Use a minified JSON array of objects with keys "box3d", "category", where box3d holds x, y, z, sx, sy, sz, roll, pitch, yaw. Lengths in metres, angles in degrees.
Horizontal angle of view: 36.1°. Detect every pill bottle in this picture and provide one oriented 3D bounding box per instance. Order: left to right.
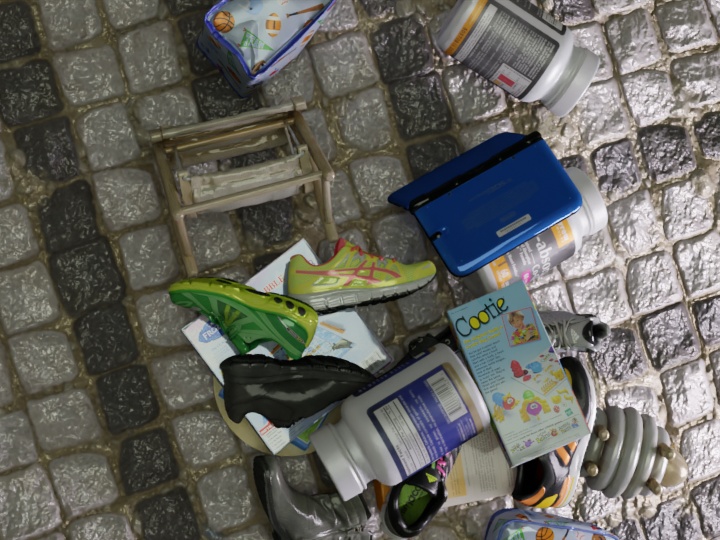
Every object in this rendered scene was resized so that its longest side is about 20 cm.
[{"box3d":[0.044,0.186,1.326,0.199,0.120,0.120,-29,93,-7],"category":"pill bottle"},{"box3d":[0.212,-0.299,1.481,0.199,0.116,0.117,32,84,-7],"category":"pill bottle"},{"box3d":[0.224,-0.051,1.484,0.199,0.116,0.117,-30,93,-9],"category":"pill bottle"}]

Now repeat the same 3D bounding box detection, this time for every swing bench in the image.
[{"box3d":[-0.149,-0.124,1.377,0.197,0.130,0.201,-15,54,-10],"category":"swing bench"}]

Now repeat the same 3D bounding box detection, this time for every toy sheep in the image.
[{"box3d":[0.345,0.244,1.489,0.199,0.138,0.139,21,85,0],"category":"toy sheep"}]

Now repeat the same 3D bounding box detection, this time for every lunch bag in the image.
[{"box3d":[-0.107,-0.335,1.411,0.200,0.170,0.124,-42,100,-7],"category":"lunch bag"},{"box3d":[0.250,0.414,1.497,0.198,0.076,0.162,11,89,-10],"category":"lunch bag"}]

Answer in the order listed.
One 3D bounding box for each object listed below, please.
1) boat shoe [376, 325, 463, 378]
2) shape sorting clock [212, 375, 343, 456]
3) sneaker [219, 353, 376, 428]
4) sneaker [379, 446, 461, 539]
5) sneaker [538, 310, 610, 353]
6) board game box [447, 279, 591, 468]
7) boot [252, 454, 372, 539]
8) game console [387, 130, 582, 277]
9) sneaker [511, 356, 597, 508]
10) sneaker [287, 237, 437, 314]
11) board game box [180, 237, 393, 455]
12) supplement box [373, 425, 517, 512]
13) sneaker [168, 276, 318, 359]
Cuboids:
[{"box3d":[0.096,0.110,1.485,0.199,0.069,0.057,-26,94,-16],"category":"boat shoe"},{"box3d":[-0.096,0.144,1.463,0.198,0.039,0.202,1,84,-10],"category":"shape sorting clock"},{"box3d":[-0.076,0.152,1.374,0.198,0.076,0.092,2,96,-7],"category":"sneaker"},{"box3d":[0.085,0.250,1.391,0.073,0.087,0.201,25,85,-7],"category":"sneaker"},{"box3d":[0.248,0.082,1.456,0.199,0.115,0.076,-7,91,-32],"category":"sneaker"},{"box3d":[0.192,0.130,1.364,0.104,0.103,0.201,-22,77,1],"category":"board game box"},{"box3d":[-0.060,0.301,1.435,0.130,0.068,0.201,-20,119,-12],"category":"boot"},{"box3d":[0.160,-0.092,1.452,0.199,0.118,0.171,-29,76,-8],"category":"game console"},{"box3d":[0.244,0.210,1.424,0.090,0.070,0.202,6,95,-39],"category":"sneaker"},{"box3d":[0.000,0.000,1.396,0.198,0.078,0.091,-9,83,-12],"category":"sneaker"},{"box3d":[-0.094,0.097,1.426,0.200,0.041,0.200,-36,91,-12],"category":"board game box"},{"box3d":[0.114,0.245,1.478,0.198,0.074,0.127,-9,90,-8],"category":"supplement box"},{"box3d":[-0.151,0.058,1.349,0.199,0.074,0.084,16,97,18],"category":"sneaker"}]
